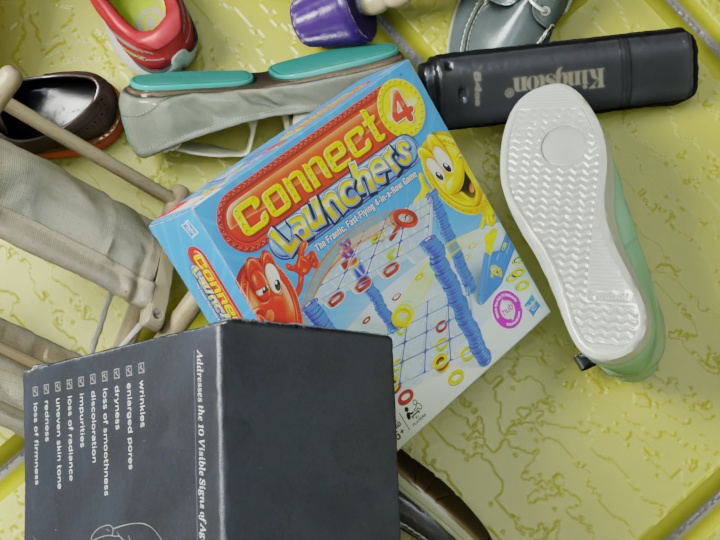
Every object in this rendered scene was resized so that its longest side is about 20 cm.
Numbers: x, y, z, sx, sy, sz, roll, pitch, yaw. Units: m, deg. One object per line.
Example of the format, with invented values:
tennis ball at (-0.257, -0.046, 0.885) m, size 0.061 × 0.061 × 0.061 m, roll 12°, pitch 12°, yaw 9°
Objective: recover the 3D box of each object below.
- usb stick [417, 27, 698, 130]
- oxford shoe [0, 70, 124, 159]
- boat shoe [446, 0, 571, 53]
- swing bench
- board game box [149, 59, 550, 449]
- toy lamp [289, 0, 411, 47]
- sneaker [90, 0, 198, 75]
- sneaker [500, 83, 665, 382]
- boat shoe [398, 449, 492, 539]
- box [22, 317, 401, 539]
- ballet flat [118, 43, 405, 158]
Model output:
usb stick at (0.137, -0.130, 1.061) m, size 0.200 × 0.033 × 0.056 m, roll -8°, pitch 116°, yaw -12°
oxford shoe at (-0.264, -0.099, 1.064) m, size 0.200 × 0.073 × 0.071 m, roll -19°, pitch 81°, yaw -2°
boat shoe at (0.117, -0.205, 1.082) m, size 0.073 × 0.062 × 0.200 m, roll 27°, pitch 83°, yaw 2°
swing bench at (-0.206, 0.000, 0.978) m, size 0.199 × 0.130 × 0.200 m, roll 31°, pitch 84°, yaw -32°
board game box at (0.000, 0.000, 0.981) m, size 0.200 × 0.056 × 0.196 m, roll -39°, pitch 104°, yaw -33°
toy lamp at (0.046, -0.199, 1.058) m, size 0.200 × 0.058 × 0.058 m, roll -16°, pitch 80°, yaw 20°
sneaker at (-0.176, -0.227, 1.078) m, size 0.077 × 0.085 × 0.200 m, roll -36°, pitch 83°, yaw -6°
sneaker at (0.149, -0.019, 1.035) m, size 0.074 × 0.118 × 0.201 m, roll -18°, pitch 68°, yaw 12°
boat shoe at (-0.003, 0.139, 1.030) m, size 0.200 × 0.073 × 0.065 m, roll 37°, pitch 94°, yaw 10°
box at (-0.085, 0.141, 0.850) m, size 0.124 × 0.196 × 0.200 m, roll 7°, pitch 76°, yaw -39°
ballet flat at (-0.065, -0.114, 1.076) m, size 0.200 × 0.067 × 0.064 m, roll -9°, pitch 110°, yaw -7°
